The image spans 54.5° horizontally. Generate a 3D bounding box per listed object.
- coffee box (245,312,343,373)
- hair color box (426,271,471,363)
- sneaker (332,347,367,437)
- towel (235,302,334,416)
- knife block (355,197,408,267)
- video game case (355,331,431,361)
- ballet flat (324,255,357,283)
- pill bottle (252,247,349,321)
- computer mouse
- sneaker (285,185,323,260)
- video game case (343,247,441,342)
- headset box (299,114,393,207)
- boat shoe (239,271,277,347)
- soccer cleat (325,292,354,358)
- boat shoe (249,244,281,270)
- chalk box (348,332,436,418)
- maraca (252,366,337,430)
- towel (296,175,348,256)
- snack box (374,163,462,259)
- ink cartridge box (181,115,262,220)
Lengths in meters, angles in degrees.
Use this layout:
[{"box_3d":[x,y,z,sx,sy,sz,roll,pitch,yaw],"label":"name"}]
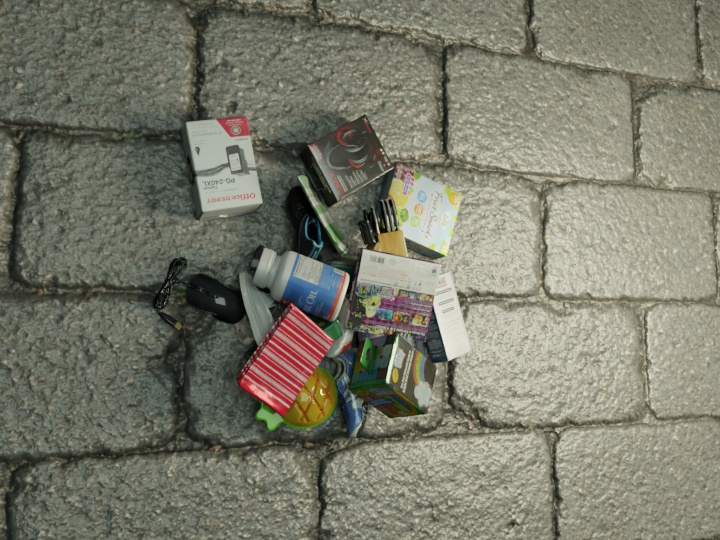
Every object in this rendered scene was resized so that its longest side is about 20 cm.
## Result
[{"box_3d":[-0.149,0.164,1.557,0.198,0.122,0.045,-34,120,-23],"label":"coffee box"},{"box_3d":[0.199,0.115,1.725,0.099,0.060,0.206,-14,88,-43],"label":"hair color box"},{"box_3d":[-0.029,0.282,1.618,0.075,0.076,0.206,5,71,-25],"label":"sneaker"},{"box_3d":[-0.156,0.191,1.473,0.144,0.022,0.202,43,76,-29],"label":"towel"},{"box_3d":[0.074,-0.058,1.640,0.198,0.064,0.178,35,75,-18],"label":"knife block"},{"box_3d":[0.083,0.168,1.707,0.195,0.019,0.147,-6,85,-22],"label":"video game case"},{"box_3d":[0.000,0.000,1.681,0.195,0.068,0.065,17,49,-20],"label":"ballet flat"},{"box_3d":[-0.131,0.026,1.519,0.195,0.112,0.115,20,76,-7],"label":"pill bottle"},{"box_3d":[-0.350,0.074,1.527,0.198,0.046,0.143,34,71,-15],"label":"computer mouse"},{"box_3d":[-0.119,-0.115,1.607,0.071,0.082,0.205,0,61,-29],"label":"sneaker"},{"box_3d":[0.073,0.057,1.586,0.195,0.036,0.187,9,97,-16],"label":"video game case"},{"box_3d":[-0.041,-0.259,1.682,0.198,0.075,0.151,-32,95,-23],"label":"headset box"},{"box_3d":[-0.215,0.087,1.533,0.067,0.073,0.203,-18,59,-8],"label":"boat shoe"},{"box_3d":[-0.032,0.108,1.619,0.067,0.086,0.202,21,62,28],"label":"soccer cleat"},{"box_3d":[-0.156,-0.004,1.611,0.195,0.070,0.068,20,77,-11],"label":"boat shoe"},{"box_3d":[0.060,0.229,1.574,0.199,0.122,0.127,40,51,-31],"label":"chalk box"},{"box_3d":[-0.143,0.283,1.551,0.195,0.107,0.141,-7,81,-22],"label":"maraca"},{"box_3d":[-0.084,-0.128,1.614,0.023,0.153,0.203,-28,95,4],"label":"towel"},{"box_3d":[0.141,-0.145,1.747,0.196,0.067,0.173,21,75,-20],"label":"snack box"},{"box_3d":[-0.309,-0.228,1.564,0.142,0.083,0.206,-11,87,-23],"label":"ink cartridge box"}]
